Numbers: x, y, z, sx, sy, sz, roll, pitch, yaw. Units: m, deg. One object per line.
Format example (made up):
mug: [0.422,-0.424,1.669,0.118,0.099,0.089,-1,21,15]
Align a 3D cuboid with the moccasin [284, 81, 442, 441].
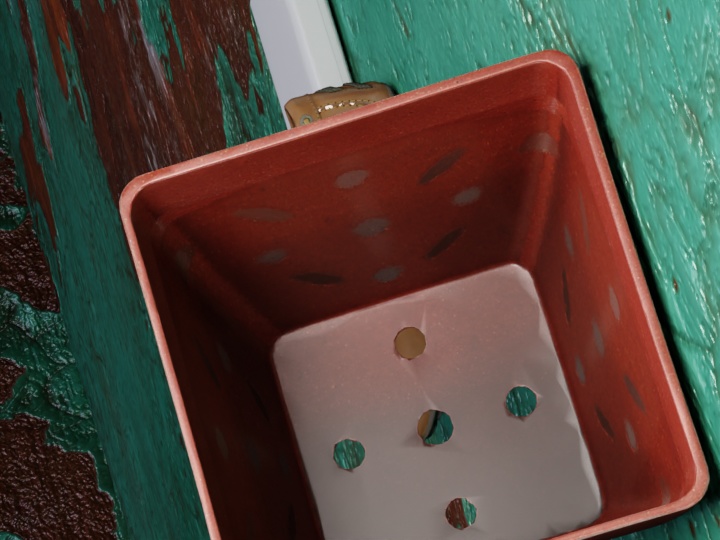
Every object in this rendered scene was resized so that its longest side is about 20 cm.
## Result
moccasin: [0.000,0.000,1.619,0.074,0.077,0.203,-143,40,-73]

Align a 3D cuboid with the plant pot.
plant pot: [0.026,0.049,1.284,0.176,0.199,0.201,72,-179,-75]

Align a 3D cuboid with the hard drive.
hard drive: [-0.024,-0.097,1.769,0.132,0.027,0.201,107,148,-70]
